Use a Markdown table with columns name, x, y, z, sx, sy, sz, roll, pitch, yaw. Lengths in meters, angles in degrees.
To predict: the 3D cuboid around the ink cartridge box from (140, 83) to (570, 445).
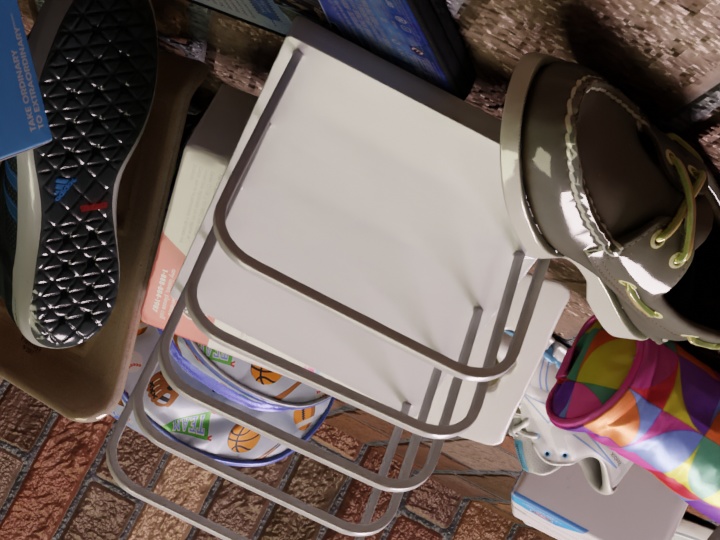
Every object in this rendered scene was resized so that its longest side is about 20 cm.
| name | x | y | z | sx | sy | sz | roll | pitch | yaw |
| --- | --- | --- | --- | --- | --- | --- | --- | --- | --- |
| ink cartridge box | 0.000 | 0.000 | 0.825 | 0.199 | 0.068 | 0.117 | 21 | 126 | 0 |

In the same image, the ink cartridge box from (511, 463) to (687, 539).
| name | x | y | z | sx | sy | sz | roll | pitch | yaw |
| --- | --- | --- | --- | --- | --- | --- | --- | --- | --- |
| ink cartridge box | 0.222 | 0.217 | 1.510 | 0.145 | 0.085 | 0.200 | 26 | 171 | 11 |

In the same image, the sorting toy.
| name | x | y | z | sx | sy | sz | roll | pitch | yaw |
| --- | --- | --- | --- | --- | --- | --- | --- | --- | --- |
| sorting toy | -0.161 | -0.032 | 0.915 | 0.036 | 0.201 | 0.185 | 15 | -177 | -42 |

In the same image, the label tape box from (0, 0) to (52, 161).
| name | x | y | z | sx | sy | sz | roll | pitch | yaw |
| --- | --- | --- | --- | --- | --- | --- | --- | --- | --- |
| label tape box | -0.191 | -0.118 | 0.716 | 0.063 | 0.145 | 0.200 | -19 | -165 | -27 |

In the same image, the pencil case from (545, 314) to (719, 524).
| name | x | y | z | sx | sy | sz | roll | pitch | yaw |
| --- | --- | --- | --- | --- | --- | --- | --- | --- | --- |
| pencil case | 0.201 | 0.100 | 0.964 | 0.199 | 0.089 | 0.088 | 34 | 168 | -27 |

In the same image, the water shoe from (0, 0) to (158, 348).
| name | x | y | z | sx | sy | sz | roll | pitch | yaw |
| --- | --- | --- | --- | --- | --- | --- | --- | --- | --- |
| water shoe | -0.157 | -0.062 | 0.811 | 0.071 | 0.201 | 0.079 | -3 | -156 | -40 |

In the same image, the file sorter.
| name | x | y | z | sx | sy | sz | roll | pitch | yaw |
| --- | --- | --- | --- | --- | --- | --- | --- | --- | --- |
| file sorter | -0.015 | 0.024 | 0.698 | 0.138 | 0.125 | 0.200 | 26 | 141 | -5 |

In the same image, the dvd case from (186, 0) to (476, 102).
| name | x | y | z | sx | sy | sz | roll | pitch | yaw |
| --- | --- | --- | --- | --- | --- | --- | --- | --- | --- |
| dvd case | -0.056 | -0.133 | 0.643 | 0.199 | 0.018 | 0.143 | 23 | 170 | 22 |

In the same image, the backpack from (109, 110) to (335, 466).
| name | x | y | z | sx | sy | sz | roll | pitch | yaw |
| --- | --- | --- | --- | --- | --- | --- | --- | --- | --- |
| backpack | -0.075 | 0.020 | 0.970 | 0.199 | 0.191 | 0.154 | 30 | 173 | -21 |

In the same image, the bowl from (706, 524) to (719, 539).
| name | x | y | z | sx | sy | sz | roll | pitch | yaw |
| --- | --- | --- | --- | --- | --- | --- | --- | --- | --- |
| bowl | 0.347 | 0.230 | 1.213 | 0.200 | 0.091 | 0.201 | 27 | 170 | 5 |

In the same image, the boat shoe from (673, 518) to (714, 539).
| name | x | y | z | sx | sy | sz | roll | pitch | yaw |
| --- | --- | --- | --- | --- | --- | --- | --- | --- | --- |
| boat shoe | 0.373 | 0.311 | 1.622 | 0.200 | 0.072 | 0.070 | 28 | 170 | 0 |

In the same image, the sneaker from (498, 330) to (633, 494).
| name | x | y | z | sx | sy | sz | roll | pitch | yaw |
| --- | --- | --- | --- | --- | --- | --- | --- | --- | --- |
| sneaker | 0.124 | 0.095 | 1.139 | 0.199 | 0.087 | 0.075 | 32 | 171 | -18 |

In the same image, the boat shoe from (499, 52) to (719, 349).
| name | x | y | z | sx | sy | sz | roll | pitch | yaw |
| --- | --- | --- | --- | --- | --- | --- | --- | --- | --- |
| boat shoe | 0.108 | -0.023 | 0.620 | 0.060 | 0.073 | 0.202 | 10 | 163 | 29 |

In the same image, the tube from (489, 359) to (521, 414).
| name | x | y | z | sx | sy | sz | roll | pitch | yaw |
| --- | --- | --- | --- | --- | --- | --- | --- | --- | --- |
| tube | 0.050 | 0.041 | 0.952 | 0.052 | 0.058 | 0.200 | 60 | -171 | -14 |
